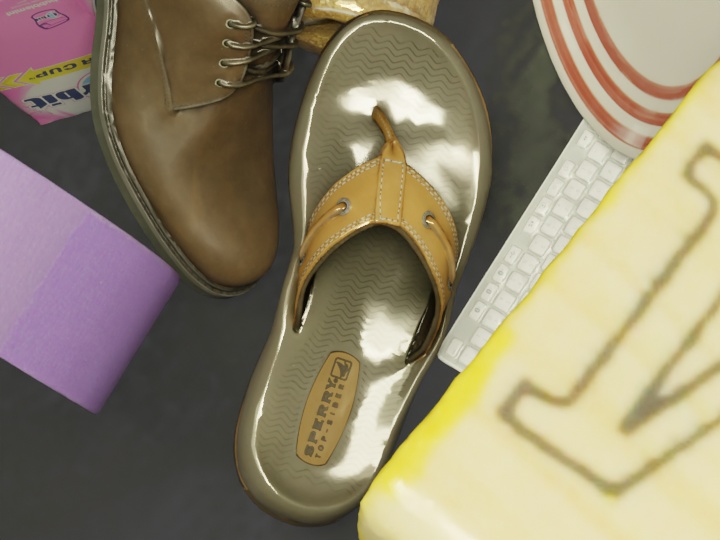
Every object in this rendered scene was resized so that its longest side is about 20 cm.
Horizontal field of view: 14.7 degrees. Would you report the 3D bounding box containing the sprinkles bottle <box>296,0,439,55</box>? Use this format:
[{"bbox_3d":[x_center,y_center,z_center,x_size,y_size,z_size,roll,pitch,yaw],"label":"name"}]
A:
[{"bbox_3d":[0.017,-0.185,1.133,0.068,0.068,0.201,7,76,22],"label":"sprinkles bottle"}]

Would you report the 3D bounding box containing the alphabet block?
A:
[{"bbox_3d":[0.132,0.089,0.893,0.200,0.195,0.196,36,71,13],"label":"alphabet block"}]

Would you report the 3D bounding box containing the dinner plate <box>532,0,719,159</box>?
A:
[{"bbox_3d":[0.109,-0.140,1.033,0.024,0.200,0.201,-8,65,-20],"label":"dinner plate"}]

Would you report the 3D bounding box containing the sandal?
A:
[{"bbox_3d":[0.000,0.000,1.062,0.082,0.055,0.201,19,86,-6],"label":"sandal"}]

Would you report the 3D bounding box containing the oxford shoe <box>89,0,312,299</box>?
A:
[{"bbox_3d":[-0.058,-0.084,1.081,0.084,0.073,0.201,4,111,43],"label":"oxford shoe"}]

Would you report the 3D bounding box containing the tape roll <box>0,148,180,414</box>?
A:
[{"bbox_3d":[-0.170,-0.023,1.074,0.200,0.200,0.066,30,85,26],"label":"tape roll"}]

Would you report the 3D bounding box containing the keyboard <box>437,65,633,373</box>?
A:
[{"bbox_3d":[0.105,-0.037,1.083,0.056,0.011,0.200,30,85,26],"label":"keyboard"}]

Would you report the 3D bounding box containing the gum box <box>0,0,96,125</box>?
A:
[{"bbox_3d":[-0.140,-0.178,1.162,0.066,0.113,0.201,-14,68,16],"label":"gum box"}]
